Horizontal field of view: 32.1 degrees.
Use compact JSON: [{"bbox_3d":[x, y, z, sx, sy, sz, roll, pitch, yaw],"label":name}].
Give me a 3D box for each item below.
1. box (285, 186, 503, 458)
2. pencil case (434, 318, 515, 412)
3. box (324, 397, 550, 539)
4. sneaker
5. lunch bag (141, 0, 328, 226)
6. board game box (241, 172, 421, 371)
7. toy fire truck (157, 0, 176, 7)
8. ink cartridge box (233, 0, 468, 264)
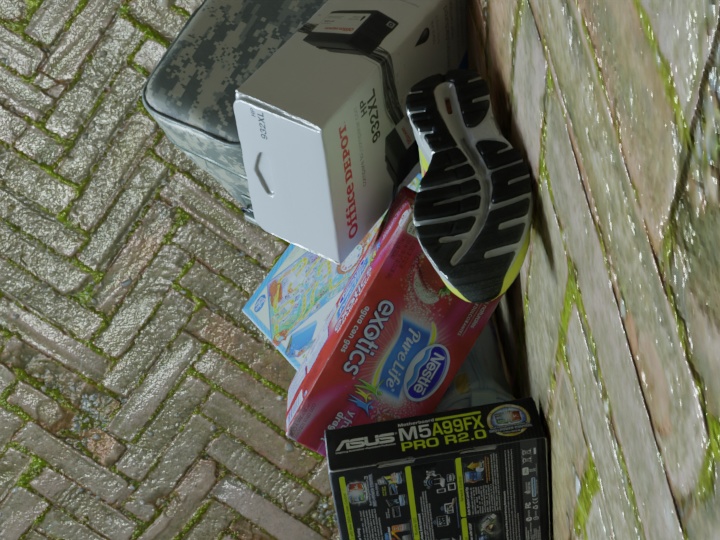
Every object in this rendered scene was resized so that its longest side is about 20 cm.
[{"bbox_3d":[0.027,0.049,0.970,0.201,0.095,0.100,-60,10,12],"label":"box"},{"bbox_3d":[0.082,0.065,1.078,0.201,0.082,0.091,-99,30,-47],"label":"pencil case"},{"bbox_3d":[0.063,0.194,0.951,0.044,0.158,0.202,-99,0,-54],"label":"box"},{"bbox_3d":[0.078,-0.046,0.843,0.201,0.077,0.091,-91,-13,-45],"label":"sneaker"},{"bbox_3d":[-0.066,-0.157,1.083,0.201,0.138,0.168,-59,-26,-14],"label":"lunch bag"},{"bbox_3d":[0.000,0.000,1.088,0.134,0.201,0.034,44,-169,33],"label":"board game box"},{"bbox_3d":[-0.146,-0.340,1.078,0.177,0.127,0.201,83,165,-55],"label":"toy fire truck"},{"bbox_3d":[0.001,-0.129,0.976,0.200,0.083,0.146,-50,-29,-31],"label":"ink cartridge box"}]
